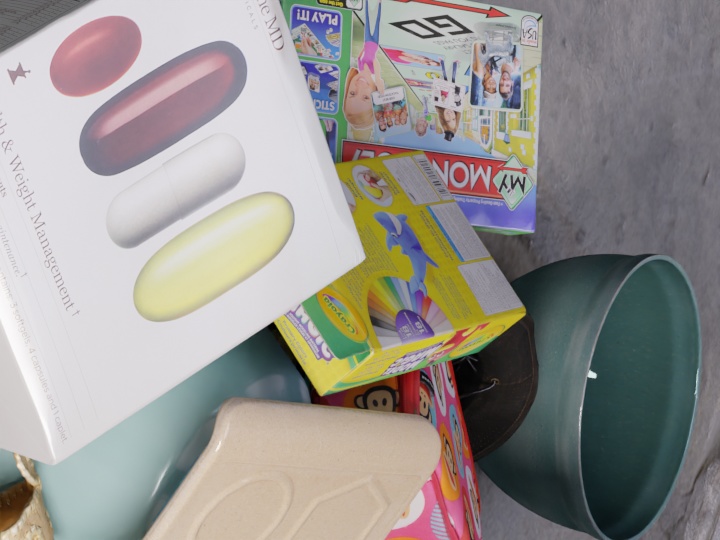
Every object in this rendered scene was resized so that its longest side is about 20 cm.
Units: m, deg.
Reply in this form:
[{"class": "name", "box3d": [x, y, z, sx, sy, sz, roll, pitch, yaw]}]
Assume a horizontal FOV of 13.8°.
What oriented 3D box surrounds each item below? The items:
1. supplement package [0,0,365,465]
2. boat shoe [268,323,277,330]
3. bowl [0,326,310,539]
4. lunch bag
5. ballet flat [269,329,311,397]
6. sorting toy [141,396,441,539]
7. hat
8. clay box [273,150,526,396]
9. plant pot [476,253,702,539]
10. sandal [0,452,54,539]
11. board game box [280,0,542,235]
[{"class": "supplement package", "box3d": [-0.137, -0.049, 1.419, 0.200, 0.147, 0.192, -34, 117, -29]}, {"class": "boat shoe", "box3d": [-0.024, -0.011, 1.836, 0.200, 0.072, 0.068, -29, 127, -44]}, {"class": "bowl", "box3d": [-0.100, 0.099, 1.624, 0.201, 0.105, 0.202, -43, 151, -30]}, {"class": "lunch bag", "box3d": [0.021, 0.104, 1.738, 0.177, 0.081, 0.201, -90, 169, -52]}, {"class": "ballet flat", "box3d": [-0.038, 0.097, 1.803, 0.200, 0.070, 0.071, 68, 41, -55]}, {"class": "sorting toy", "box3d": [-0.063, 0.154, 1.579, 0.185, 0.036, 0.201, 9, 118, -51]}, {"class": "hat", "box3d": [0.018, 0.060, 1.898, 0.199, 0.081, 0.201, -18, 144, -14]}, {"class": "clay box", "box3d": [0.000, 0.000, 1.613, 0.200, 0.048, 0.115, -12, 66, -57]}, {"class": "plant pot", "box3d": [0.137, 0.080, 2.072, 0.200, 0.133, 0.202, -26, 121, -57]}, {"class": "sandal", "box3d": [-0.191, 0.150, 1.547, 0.069, 0.078, 0.213, 16, 90, -27]}, {"class": "board game box", "box3d": [0.023, -0.097, 1.750, 0.199, 0.029, 0.136, 5, 85, -38]}]
